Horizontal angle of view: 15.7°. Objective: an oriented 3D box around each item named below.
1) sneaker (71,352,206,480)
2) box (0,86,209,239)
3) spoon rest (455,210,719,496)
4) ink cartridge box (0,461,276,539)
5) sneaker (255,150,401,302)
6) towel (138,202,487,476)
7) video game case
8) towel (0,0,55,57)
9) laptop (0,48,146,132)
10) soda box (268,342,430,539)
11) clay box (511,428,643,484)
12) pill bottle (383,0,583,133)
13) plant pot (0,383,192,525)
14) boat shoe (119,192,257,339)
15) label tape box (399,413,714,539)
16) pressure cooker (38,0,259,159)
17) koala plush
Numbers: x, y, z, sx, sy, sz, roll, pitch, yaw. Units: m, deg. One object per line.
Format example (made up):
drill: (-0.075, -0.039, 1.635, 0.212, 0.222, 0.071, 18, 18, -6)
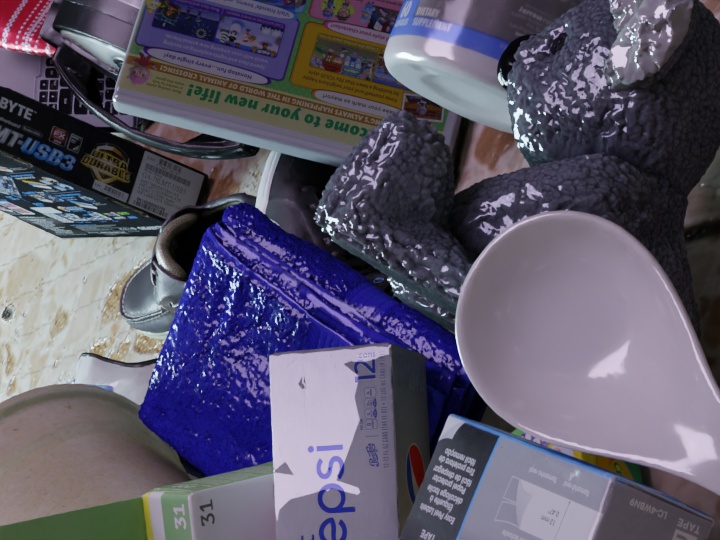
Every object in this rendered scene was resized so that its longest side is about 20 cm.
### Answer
sneaker: (-0.164, 0.122, 1.645, 0.199, 0.080, 0.115, -41, 34, 23)
box: (-0.235, -0.077, 1.768, 0.200, 0.198, 0.050, 0, 68, 57)
spoon rest: (0.129, 0.052, 1.127, 0.100, 0.199, 0.061, -58, -11, 12)
ink cartridge box: (-0.090, 0.182, 1.309, 0.048, 0.199, 0.147, -5, 93, 46)
sneaker: (0.000, 0.000, 1.487, 0.112, 0.073, 0.201, -26, 56, 42)
towel: (-0.031, 0.068, 1.405, 0.200, 0.049, 0.148, 33, 106, 34)
video game case: (-0.026, -0.154, 1.532, 0.022, 0.199, 0.183, 92, -167, -71)
towel: (-0.167, -0.207, 1.842, 0.199, 0.023, 0.145, 11, 64, 37)
laptop: (-0.184, -0.205, 1.872, 0.116, 0.199, 0.188, 94, 175, -51)
soda box: (-0.002, 0.140, 1.302, 0.068, 0.063, 0.201, -6, 81, 18)
clay box: (0.091, 0.166, 1.237, 0.115, 0.047, 0.201, -43, 36, 35)
pill bottle: (0.098, -0.183, 1.419, 0.114, 0.113, 0.201, 9, 75, 58)
plant pot: (-0.129, 0.185, 1.448, 0.183, 0.200, 0.201, 23, 87, 48)
boat shoe: (-0.100, -0.009, 1.642, 0.200, 0.065, 0.072, -20, 53, 51)
label tape box: (0.060, 0.177, 1.164, 0.143, 0.066, 0.201, 17, 83, 61)
pressure cooker: (-0.101, -0.174, 1.656, 0.176, 0.178, 0.201, 19, 83, 56)
koala plush: (0.115, -0.051, 1.253, 0.183, 0.177, 0.201, 28, 85, 22)
